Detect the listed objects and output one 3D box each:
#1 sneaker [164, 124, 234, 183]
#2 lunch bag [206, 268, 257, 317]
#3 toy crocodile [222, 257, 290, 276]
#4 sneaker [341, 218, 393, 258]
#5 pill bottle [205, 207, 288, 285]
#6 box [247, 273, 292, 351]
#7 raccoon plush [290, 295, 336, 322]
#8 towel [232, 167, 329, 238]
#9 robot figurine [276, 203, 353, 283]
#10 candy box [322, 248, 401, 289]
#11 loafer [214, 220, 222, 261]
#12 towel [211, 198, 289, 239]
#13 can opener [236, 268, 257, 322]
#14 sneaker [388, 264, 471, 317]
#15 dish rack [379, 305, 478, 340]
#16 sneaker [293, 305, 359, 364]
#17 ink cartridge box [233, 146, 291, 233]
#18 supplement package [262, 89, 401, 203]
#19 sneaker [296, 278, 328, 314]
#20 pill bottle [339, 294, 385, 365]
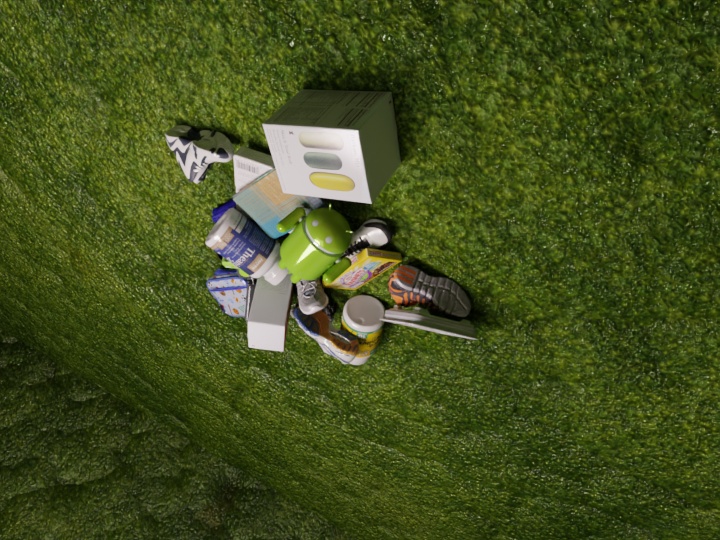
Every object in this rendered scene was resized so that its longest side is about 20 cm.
[{"bbox_3d":[-0.371,-0.262,1.244,0.198,0.080,0.130,16,139,21],"label":"sneaker"},{"bbox_3d":[-0.373,0.064,1.581,0.199,0.076,0.161,-6,125,36],"label":"lunch bag"},{"bbox_3d":[-0.263,-0.022,1.372,0.199,0.068,0.062,9,133,-11],"label":"toy crocodile"},{"bbox_3d":[-0.009,-0.059,1.205,0.199,0.080,0.074,-16,118,41],"label":"sneaker"},{"bbox_3d":[-0.268,-0.052,1.278,0.200,0.111,0.111,38,142,-23],"label":"pill bottle"},{"bbox_3d":[-0.239,0.097,1.408,0.097,0.201,0.125,8,140,-4],"label":"box"},{"bbox_3d":[-0.162,0.097,1.447,0.199,0.097,0.134,-4,131,36],"label":"raccoon plush"},{"bbox_3d":[-0.182,-0.157,1.187,0.199,0.022,0.147,-23,120,37],"label":"towel"},{"bbox_3d":[-0.100,-0.057,1.151,0.176,0.116,0.200,49,125,0],"label":"robot figurine"},{"bbox_3d":[0.000,0.000,1.255,0.102,0.027,0.200,9,153,-33],"label":"candy box"},{"bbox_3d":[-0.371,-0.059,1.399,0.072,0.063,0.200,27,153,9],"label":"loafer"},{"bbox_3d":[-0.292,-0.123,1.354,0.199,0.050,0.148,-13,121,42],"label":"towel"},{"bbox_3d":[-0.316,0.046,1.469,0.066,0.053,0.201,1,105,-10],"label":"can opener"},{"bbox_3d":[0.157,0.059,1.226,0.199,0.078,0.112,29,154,0],"label":"sneaker"},{"bbox_3d":[0.162,0.120,1.216,0.199,0.044,0.171,16,172,-24],"label":"dish rack"},{"bbox_3d":[-0.097,0.172,1.345,0.200,0.075,0.088,38,143,16],"label":"sneaker"},{"bbox_3d":[-0.197,-0.179,1.218,0.199,0.045,0.177,20,138,6],"label":"ink cartridge box"},{"bbox_3d":[-0.048,-0.240,0.989,0.199,0.151,0.152,11,135,25],"label":"supplement package"},{"bbox_3d":[-0.137,0.036,1.310,0.074,0.200,0.082,-24,124,-3],"label":"sneaker"},{"bbox_3d":[-0.001,0.167,1.401,0.112,0.113,0.201,24,139,11],"label":"pill bottle"}]
